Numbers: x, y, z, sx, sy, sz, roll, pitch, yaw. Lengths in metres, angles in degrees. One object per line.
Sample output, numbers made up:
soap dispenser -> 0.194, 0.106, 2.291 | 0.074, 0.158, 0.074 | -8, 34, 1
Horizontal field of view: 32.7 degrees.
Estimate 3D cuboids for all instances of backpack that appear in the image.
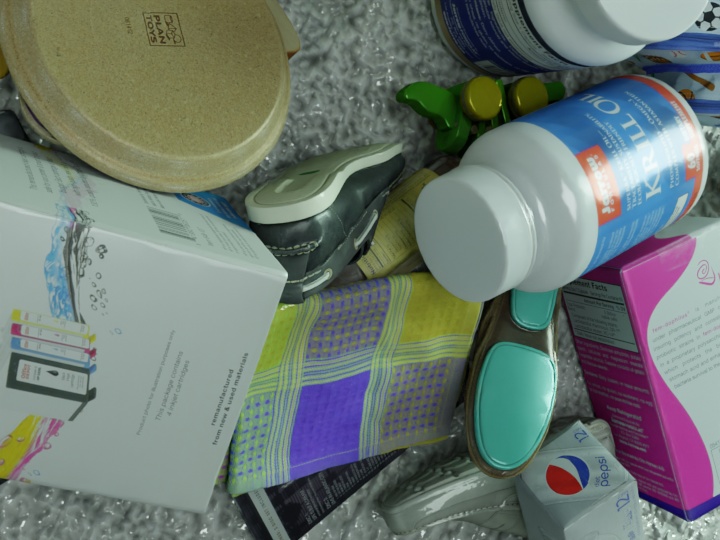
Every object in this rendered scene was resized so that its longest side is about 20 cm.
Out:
backpack -> 0.270, -0.180, 0.894 | 0.187, 0.200, 0.157 | 11, 90, -11

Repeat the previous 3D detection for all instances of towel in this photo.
towel -> -0.001, 0.071, 0.809 | 0.198, 0.023, 0.146 | -6, 121, -39

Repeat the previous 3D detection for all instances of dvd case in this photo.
dvd case -> -0.010, 0.094, 0.845 | 0.199, 0.016, 0.150 | -38, 136, -17

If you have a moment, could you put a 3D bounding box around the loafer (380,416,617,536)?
loafer -> 0.109, 0.165, 0.909 | 0.197, 0.070, 0.071 | -14, 92, -22

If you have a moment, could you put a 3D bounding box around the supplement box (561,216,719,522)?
supplement box -> 0.235, 0.069, 0.937 | 0.100, 0.103, 0.203 | -22, 104, -19

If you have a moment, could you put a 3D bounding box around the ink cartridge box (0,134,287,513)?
ink cartridge box -> -0.168, 0.021, 0.668 | 0.197, 0.147, 0.147 | 15, 104, -24

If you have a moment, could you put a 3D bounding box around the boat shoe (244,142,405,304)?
boat shoe -> -0.018, -0.039, 0.790 | 0.071, 0.200, 0.069 | -7, 107, 21

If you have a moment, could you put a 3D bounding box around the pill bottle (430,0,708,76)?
pill bottle -> 0.136, -0.192, 0.815 | 0.114, 0.199, 0.118 | -2, 96, -23

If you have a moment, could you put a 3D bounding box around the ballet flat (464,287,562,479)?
ballet flat -> 0.105, 0.055, 0.878 | 0.067, 0.072, 0.203 | 15, 68, -14

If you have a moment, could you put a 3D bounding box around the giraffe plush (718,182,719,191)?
giraffe plush -> 0.372, -0.057, 0.976 | 0.161, 0.173, 0.200 | 38, 115, -11

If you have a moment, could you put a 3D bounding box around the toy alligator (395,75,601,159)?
toy alligator -> 0.114, -0.108, 0.887 | 0.197, 0.059, 0.055 | -5, 90, -30

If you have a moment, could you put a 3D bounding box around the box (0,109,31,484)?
box -> -0.254, 0.035, 0.749 | 0.197, 0.050, 0.202 | -31, 107, -17

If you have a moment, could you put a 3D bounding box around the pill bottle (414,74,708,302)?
pill bottle -> 0.133, -0.052, 0.816 | 0.198, 0.111, 0.114 | -27, 106, -36

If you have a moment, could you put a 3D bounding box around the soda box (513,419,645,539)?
soda box -> 0.165, 0.205, 0.890 | 0.063, 0.068, 0.202 | -30, 134, -12

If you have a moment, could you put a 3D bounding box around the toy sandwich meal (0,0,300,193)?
toy sandwich meal -> -0.128, -0.131, 0.738 | 0.202, 0.070, 0.209 | 14, 62, -28

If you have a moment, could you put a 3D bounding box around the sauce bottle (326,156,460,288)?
sauce bottle -> 0.000, 0.000, 0.850 | 0.199, 0.065, 0.065 | -37, 108, -14
